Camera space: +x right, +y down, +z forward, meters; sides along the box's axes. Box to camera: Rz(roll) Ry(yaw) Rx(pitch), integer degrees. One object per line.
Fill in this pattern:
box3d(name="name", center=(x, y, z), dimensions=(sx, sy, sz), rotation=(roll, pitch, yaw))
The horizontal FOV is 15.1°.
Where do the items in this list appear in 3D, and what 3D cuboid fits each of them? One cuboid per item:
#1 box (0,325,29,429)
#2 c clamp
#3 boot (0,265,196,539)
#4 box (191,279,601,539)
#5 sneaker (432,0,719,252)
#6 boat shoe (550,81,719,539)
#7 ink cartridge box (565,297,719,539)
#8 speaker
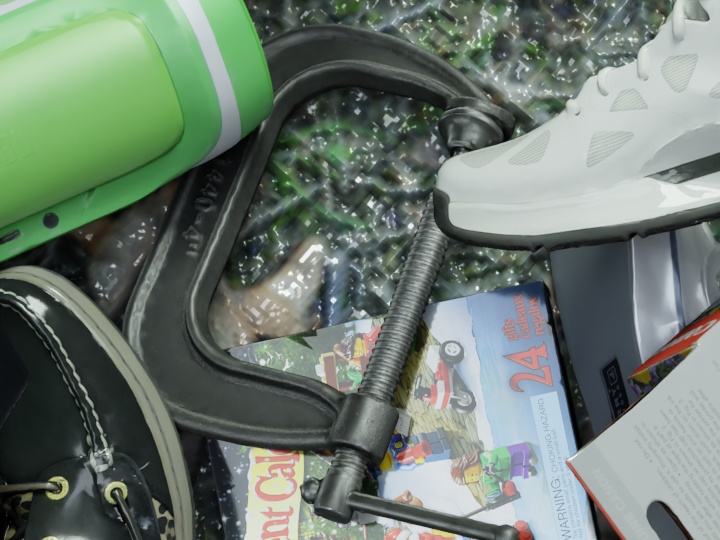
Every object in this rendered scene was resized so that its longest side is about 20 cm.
box3d(name="box", center=(-0.227, 0.065, 0.880), dimensions=(0.199, 0.148, 0.105), rotation=(-29, 104, 16))
box3d(name="c clamp", center=(0.000, 0.000, 0.997), dimensions=(0.170, 0.027, 0.201), rotation=(6, 66, 21))
box3d(name="boot", center=(-0.126, 0.112, 0.948), dimensions=(0.073, 0.154, 0.205), rotation=(-12, 100, 38))
box3d(name="box", center=(0.024, 0.116, 1.004), dimensions=(0.136, 0.038, 0.201), rotation=(-13, 82, 6))
box3d(name="sneaker", center=(0.110, -0.076, 0.905), dimensions=(0.199, 0.076, 0.116), rotation=(-11, 97, 22))
box3d(name="boat shoe", center=(0.118, 0.027, 0.994), dimensions=(0.065, 0.074, 0.201), rotation=(-4, 77, -23))
box3d(name="ink cartridge box", center=(0.154, 0.056, 0.930), dimensions=(0.200, 0.050, 0.109), rotation=(-37, 92, -31))
box3d(name="speaker", center=(-0.135, -0.051, 0.986), dimensions=(0.199, 0.088, 0.089), rotation=(-24, 81, -12))
